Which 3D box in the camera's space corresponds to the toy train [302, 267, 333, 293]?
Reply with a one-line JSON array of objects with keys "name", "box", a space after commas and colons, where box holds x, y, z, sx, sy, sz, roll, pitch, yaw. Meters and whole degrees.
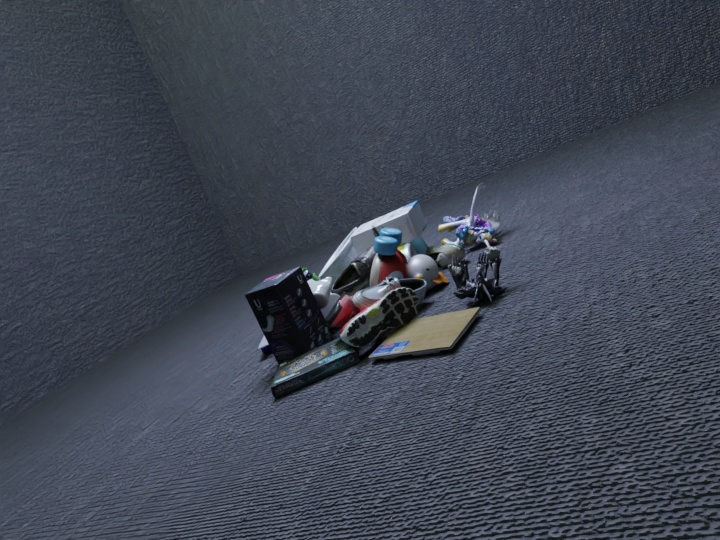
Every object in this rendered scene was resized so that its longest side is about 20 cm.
[{"name": "toy train", "box": [-0.094, 0.054, 1.480, 0.043, 0.198, 0.056, -61, 26, -11]}]

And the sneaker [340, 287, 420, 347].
[{"name": "sneaker", "box": [0.038, 0.096, 1.130, 0.196, 0.079, 0.085, -25, 6, -22]}]

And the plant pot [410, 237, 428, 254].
[{"name": "plant pot", "box": [0.122, -0.068, 1.693, 0.195, 0.138, 0.200, -24, 10, 4]}]

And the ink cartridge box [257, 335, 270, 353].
[{"name": "ink cartridge box", "box": [-0.238, 0.192, 1.512, 0.092, 0.038, 0.200, -24, 8, 1]}]

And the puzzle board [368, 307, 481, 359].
[{"name": "puzzle board", "box": [0.127, 0.129, 1.029, 0.196, 0.018, 0.150, -17, 14, 40]}]

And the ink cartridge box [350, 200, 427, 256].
[{"name": "ink cartridge box", "box": [0.085, -0.117, 1.543, 0.195, 0.086, 0.145, -21, 12, 24]}]

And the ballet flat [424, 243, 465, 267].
[{"name": "ballet flat", "box": [0.239, -0.035, 1.517, 0.063, 0.067, 0.199, -54, 13, -10]}]

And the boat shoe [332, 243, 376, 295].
[{"name": "boat shoe", "box": [0.000, 0.000, 1.427, 0.073, 0.065, 0.201, 39, 90, 35]}]

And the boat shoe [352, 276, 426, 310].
[{"name": "boat shoe", "box": [0.072, 0.047, 1.209, 0.196, 0.073, 0.070, -3, 35, -33]}]

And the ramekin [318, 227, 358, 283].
[{"name": "ramekin", "box": [-0.039, -0.028, 1.680, 0.202, 0.097, 0.201, -51, 7, 8]}]

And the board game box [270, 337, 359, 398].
[{"name": "board game box", "box": [-0.096, 0.203, 1.138, 0.195, 0.029, 0.135, -24, 10, 3]}]

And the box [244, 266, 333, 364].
[{"name": "box", "box": [-0.171, 0.113, 1.266, 0.120, 0.205, 0.106, -15, 15, 37]}]

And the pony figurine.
[{"name": "pony figurine", "box": [0.335, -0.135, 1.575, 0.196, 0.166, 0.197, -10, 48, 42]}]

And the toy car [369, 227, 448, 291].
[{"name": "toy car", "box": [0.128, 0.009, 1.328, 0.193, 0.190, 0.177, 8, 18, 9]}]

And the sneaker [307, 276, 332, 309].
[{"name": "sneaker", "box": [-0.149, 0.063, 1.360, 0.195, 0.076, 0.090, -12, 41, 34]}]

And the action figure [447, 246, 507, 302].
[{"name": "action figure", "box": [0.247, 0.006, 1.125, 0.115, 0.105, 0.200, -10, 10, 7]}]

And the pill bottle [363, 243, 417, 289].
[{"name": "pill bottle", "box": [0.071, 0.008, 1.493, 0.195, 0.114, 0.111, -21, 10, 19]}]

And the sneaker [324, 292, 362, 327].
[{"name": "sneaker", "box": [-0.017, 0.104, 1.202, 0.075, 0.086, 0.200, -54, -11, 8]}]

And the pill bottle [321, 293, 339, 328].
[{"name": "pill bottle", "box": [-0.125, 0.111, 1.440, 0.107, 0.111, 0.198, -30, 12, -33]}]
